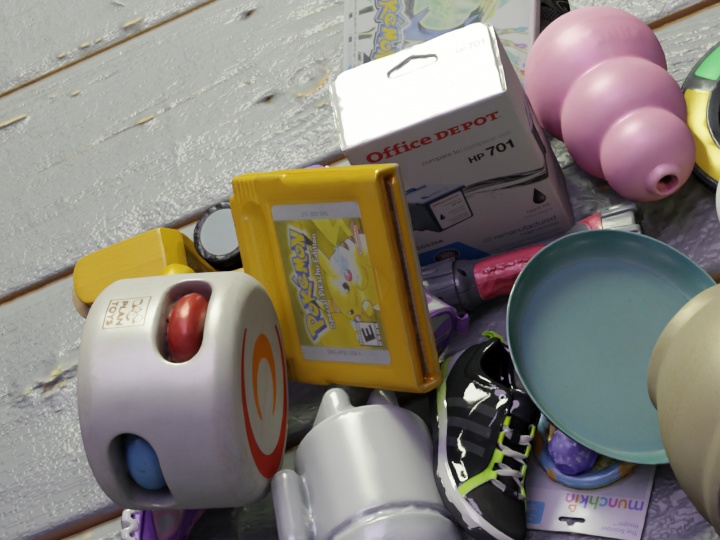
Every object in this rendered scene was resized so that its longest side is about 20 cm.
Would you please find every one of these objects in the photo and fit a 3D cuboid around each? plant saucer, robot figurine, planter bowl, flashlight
[{"bbox_3d":[0.204,0.061,1.360,0.199,0.027,0.201,7,60,-13],"label":"plant saucer"},{"bbox_3d":[0.015,0.186,1.366,0.169,0.113,0.201,-2,49,-16],"label":"robot figurine"},{"bbox_3d":[0.291,0.088,1.255,0.200,0.200,0.135,-41,43,-5],"label":"planter bowl"},{"bbox_3d":[0.143,-0.001,1.464,0.199,0.068,0.068,-16,51,14],"label":"flashlight"}]

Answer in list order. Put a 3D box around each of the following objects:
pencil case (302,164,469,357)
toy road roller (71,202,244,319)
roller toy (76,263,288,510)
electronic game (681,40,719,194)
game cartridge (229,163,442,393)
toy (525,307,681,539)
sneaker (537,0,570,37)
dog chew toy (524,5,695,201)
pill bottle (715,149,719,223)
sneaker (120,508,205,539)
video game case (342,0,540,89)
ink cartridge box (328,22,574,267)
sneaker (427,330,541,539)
[{"bbox_3d":[0.000,0.000,1.453,0.085,0.084,0.200,-35,65,-16],"label":"pencil case"},{"bbox_3d":[-0.144,0.043,1.540,0.199,0.123,0.147,-17,64,14],"label":"toy road roller"},{"bbox_3d":[-0.142,0.093,1.379,0.139,0.182,0.201,-4,88,11],"label":"roller toy"},{"bbox_3d":[0.361,-0.137,1.469,0.199,0.042,0.201,-13,53,18],"label":"electronic game"},{"bbox_3d":[-0.026,0.007,1.393,0.032,0.177,0.200,-20,12,-39],"label":"game cartridge"},{"bbox_3d":[0.180,0.106,1.384,0.115,0.047,0.201,2,59,29],"label":"toy"},{"bbox_3d":[0.102,-0.239,1.644,0.199,0.076,0.115,-1,56,21],"label":"sneaker"},{"bbox_3d":[0.217,-0.134,1.475,0.124,0.125,0.200,-29,44,5],"label":"dog chew toy"},{"bbox_3d":[0.329,-0.033,1.310,0.112,0.200,0.113,-12,54,17],"label":"pill bottle"},{"bbox_3d":[-0.153,0.187,1.477,0.088,0.081,0.201,2,61,-2],"label":"sneaker"},{"bbox_3d":[0.072,-0.207,1.586,0.181,0.022,0.201,2,93,18],"label":"video game case"},{"bbox_3d":[0.079,-0.094,1.471,0.146,0.200,0.086,-19,52,13],"label":"ink cartridge box"},{"bbox_3d":[0.103,0.125,1.361,0.083,0.072,0.200,-40,40,26],"label":"sneaker"}]
